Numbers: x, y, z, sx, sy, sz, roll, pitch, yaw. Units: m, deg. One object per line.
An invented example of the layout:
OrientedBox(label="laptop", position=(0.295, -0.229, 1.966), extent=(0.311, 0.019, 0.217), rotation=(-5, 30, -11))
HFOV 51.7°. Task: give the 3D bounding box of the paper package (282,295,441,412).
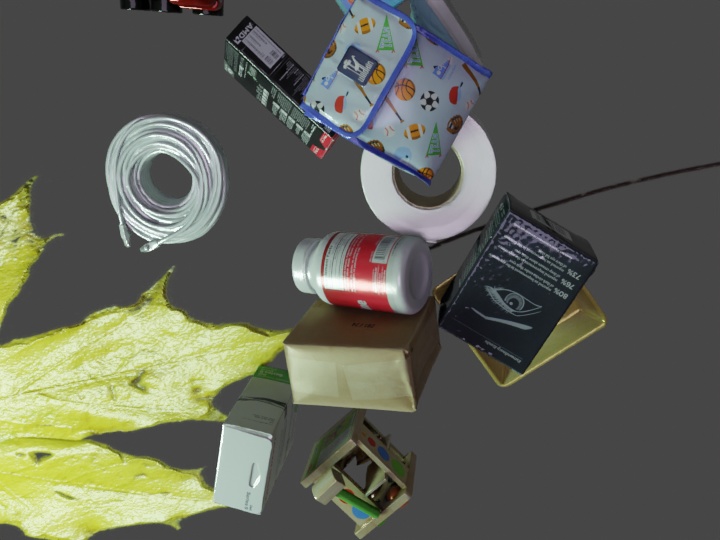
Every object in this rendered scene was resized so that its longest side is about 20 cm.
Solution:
OrientedBox(label="paper package", position=(0.008, 0.116, 1.118), extent=(0.196, 0.191, 0.105), rotation=(0, 113, 20))

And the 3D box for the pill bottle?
OrientedBox(label="pill bottle", position=(0.000, 0.000, 1.115), extent=(0.197, 0.112, 0.114), rotation=(6, 111, 30))

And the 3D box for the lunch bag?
OrientedBox(label="lunch bag", position=(0.041, -0.233, 0.958), extent=(0.198, 0.124, 0.172), rotation=(28, 100, -15))

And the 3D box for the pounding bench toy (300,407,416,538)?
OrientedBox(label="pounding bench toy", position=(0.001, 0.348, 1.205), extent=(0.156, 0.200, 0.124), rotation=(45, 108, -7))

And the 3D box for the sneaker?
OrientedBox(label="sneaker", position=(0.090, -0.335, 1.009), extent=(0.081, 0.075, 0.200), rotation=(-29, 124, 21))

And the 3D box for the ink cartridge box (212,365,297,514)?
OrientedBox(label="ink cartridge box", position=(-0.162, 0.267, 1.202), extent=(0.082, 0.200, 0.149), rotation=(12, 109, 5))

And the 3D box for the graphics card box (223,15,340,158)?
OrientedBox(label="graphics card box", position=(-0.107, -0.256, 1.061), extent=(0.199, 0.125, 0.051), rotation=(41, 80, -6))

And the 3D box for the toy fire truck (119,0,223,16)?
OrientedBox(label="toy fire truck", position=(-0.283, -0.413, 0.996), extent=(0.172, 0.200, 0.131), rotation=(7, 110, 6))

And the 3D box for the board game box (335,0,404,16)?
OrientedBox(label="board game box", position=(0.036, -0.447, 1.020), extent=(0.198, 0.045, 0.153), rotation=(-31, 102, 16))

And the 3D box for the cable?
OrientedBox(label="cable", position=(-0.297, -0.143, 1.158), extent=(0.196, 0.069, 0.204), rotation=(-11, 105, 11))

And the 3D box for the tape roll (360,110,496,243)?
OrientedBox(label="tape roll", position=(0.101, -0.149, 1.095), extent=(0.198, 0.071, 0.206), rotation=(2, 108, 7))

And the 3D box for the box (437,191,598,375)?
OrientedBox(label="box", position=(0.219, 0.019, 1.064), extent=(0.146, 0.105, 0.202), rotation=(30, 110, -2))

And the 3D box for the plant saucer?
OrientedBox(label="plant saucer", position=(0.244, 0.049, 1.151), extent=(0.199, 0.049, 0.201), rotation=(-35, 100, 16))
